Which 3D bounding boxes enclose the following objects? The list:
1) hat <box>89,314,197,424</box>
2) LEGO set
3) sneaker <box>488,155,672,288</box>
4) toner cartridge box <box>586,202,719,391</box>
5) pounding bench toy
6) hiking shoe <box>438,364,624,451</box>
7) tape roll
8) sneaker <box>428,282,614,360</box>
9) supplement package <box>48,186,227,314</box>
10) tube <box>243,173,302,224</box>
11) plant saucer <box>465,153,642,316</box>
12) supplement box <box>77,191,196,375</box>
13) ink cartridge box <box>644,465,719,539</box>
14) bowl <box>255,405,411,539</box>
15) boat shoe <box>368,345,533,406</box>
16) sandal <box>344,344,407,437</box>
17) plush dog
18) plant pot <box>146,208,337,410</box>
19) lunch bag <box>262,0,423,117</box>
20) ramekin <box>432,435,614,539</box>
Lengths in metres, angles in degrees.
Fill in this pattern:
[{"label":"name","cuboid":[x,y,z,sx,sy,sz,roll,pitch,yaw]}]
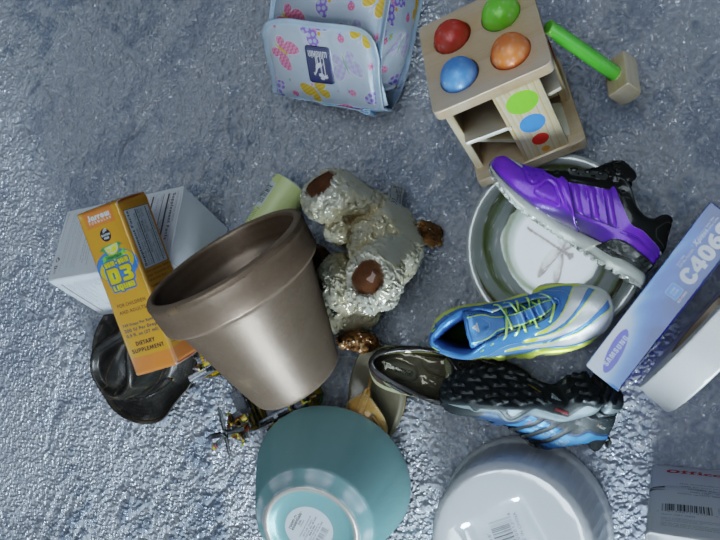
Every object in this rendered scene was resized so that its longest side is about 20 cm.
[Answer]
[{"label":"hat","cuboid":[-0.325,0.119,1.059,0.197,0.081,0.205,-1,88,24]},{"label":"LEGO set","cuboid":[-0.147,0.126,0.962,0.152,0.116,0.203,-21,82,21]},{"label":"sneaker","cuboid":[0.231,-0.077,0.780,0.199,0.069,0.100,36,100,12]},{"label":"toner cartridge box","cuboid":[0.313,0.028,0.780,0.043,0.095,0.201,38,103,19]},{"label":"pounding bench toy","cuboid":[0.180,-0.212,0.786,0.197,0.156,0.126,-20,55,21]},{"label":"hiking shoe","cuboid":[0.181,0.159,0.815,0.196,0.075,0.088,4,118,4]},{"label":"tape roll","cuboid":[0.343,0.047,0.710,0.037,0.202,0.204,42,104,18]},{"label":"sneaker","cuboid":[0.160,0.062,0.785,0.197,0.105,0.077,-16,87,24]},{"label":"supplement package","cuboid":[-0.295,-0.022,1.016,0.197,0.114,0.111,-8,60,22]},{"label":"tube","cuboid":[-0.142,-0.028,0.971,0.052,0.058,0.202,28,81,43]},{"label":"plant saucer","cuboid":[0.218,-0.027,0.845,0.197,0.050,0.204,0,89,22]},{"label":"supplement box","cuboid":[-0.260,0.015,0.893,0.066,0.069,0.203,-16,96,21]},{"label":"ink cartridge box","cuboid":[0.345,0.257,0.708,0.144,0.199,0.086,1,93,23]},{"label":"bowl","cuboid":[-0.044,0.274,0.889,0.197,0.105,0.205,4,109,11]},{"label":"boat shoe","cuboid":[0.103,0.128,0.870,0.196,0.065,0.075,5,85,10]},{"label":"sandal","cuboid":[0.002,0.192,0.932,0.079,0.054,0.203,21,97,22]},{"label":"plush dog","cuboid":[0.000,0.000,0.910,0.172,0.159,0.202,-51,53,32]},{"label":"plant pot","cuboid":[-0.114,0.056,0.853,0.198,0.201,0.176,-20,111,21]},{"label":"lunch bag","cuboid":[-0.022,-0.301,0.914,0.167,0.127,0.204,17,103,24]},{"label":"ramekin","cuboid":[0.174,0.293,0.834,0.197,0.097,0.205,0,89,23]}]
